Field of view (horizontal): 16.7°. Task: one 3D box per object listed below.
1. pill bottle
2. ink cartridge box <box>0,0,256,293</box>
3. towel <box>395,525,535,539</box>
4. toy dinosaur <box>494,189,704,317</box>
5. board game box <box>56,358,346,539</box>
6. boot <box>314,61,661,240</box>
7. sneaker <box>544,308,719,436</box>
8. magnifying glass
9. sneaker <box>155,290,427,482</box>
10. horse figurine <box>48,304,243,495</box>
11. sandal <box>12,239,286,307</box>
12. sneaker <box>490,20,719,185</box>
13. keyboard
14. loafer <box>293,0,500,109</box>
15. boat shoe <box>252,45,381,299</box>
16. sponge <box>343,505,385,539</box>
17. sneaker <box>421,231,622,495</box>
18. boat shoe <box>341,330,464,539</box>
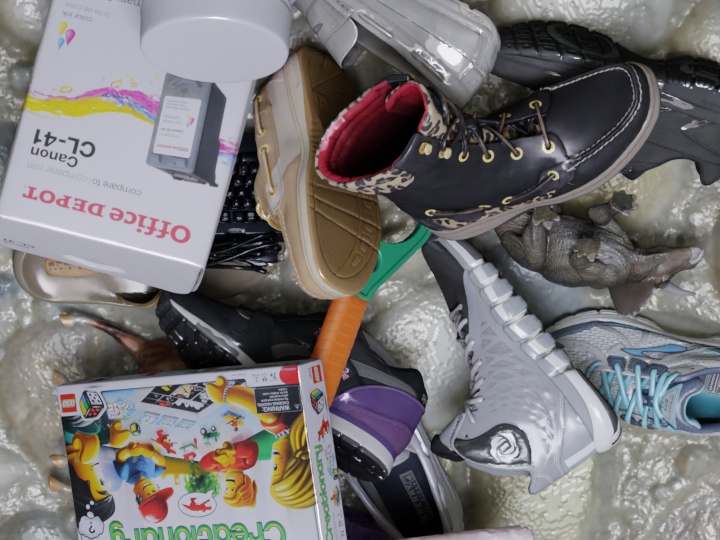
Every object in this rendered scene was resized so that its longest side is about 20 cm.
[{"bbox_3d":[-0.087,-0.230,1.582,0.114,0.114,0.200,3,69,0],"label":"pill bottle"},{"bbox_3d":[-0.151,-0.102,1.644,0.147,0.086,0.200,14,75,-5],"label":"ink cartridge box"},{"bbox_3d":[0.002,0.225,1.717,0.200,0.191,0.032,-7,70,-19],"label":"towel"},{"bbox_3d":[0.138,-0.021,1.710,0.200,0.077,0.102,17,150,10],"label":"toy dinosaur"},{"bbox_3d":[-0.110,0.131,1.667,0.200,0.035,0.126,-7,94,30],"label":"board game box"},{"bbox_3d":[0.081,-0.089,1.602,0.200,0.151,0.073,-25,64,32],"label":"boot"},{"bbox_3d":[0.210,0.077,1.738,0.200,0.086,0.078,2,108,0],"label":"sneaker"},{"bbox_3d":[0.000,0.000,1.690,0.080,0.022,0.200,31,65,-27],"label":"magnifying glass"},{"bbox_3d":[-0.046,0.058,1.713,0.200,0.076,0.088,35,67,-4],"label":"sneaker"},{"bbox_3d":[-0.156,0.111,1.769,0.132,0.050,0.200,5,106,-5],"label":"horse figurine"},{"bbox_3d":[-0.149,-0.008,1.731,0.200,0.054,0.080,-7,107,3],"label":"sandal"},{"bbox_3d":[0.174,-0.111,1.690,0.200,0.076,0.091,16,114,-2],"label":"sneaker"},{"bbox_3d":[-0.086,-0.046,1.695,0.200,0.040,0.104,-2,83,-8],"label":"keyboard"},{"bbox_3d":[-0.005,-0.172,1.652,0.200,0.070,0.070,25,81,11],"label":"loafer"},{"bbox_3d":[-0.036,-0.056,1.659,0.069,0.200,0.074,-33,135,32],"label":"boat shoe"},{"bbox_3d":[-0.093,0.201,1.779,0.200,0.030,0.112,21,107,-25],"label":"sponge"},{"bbox_3d":[0.079,0.071,1.704,0.115,0.075,0.200,-39,73,-1],"label":"sneaker"},{"bbox_3d":[0.017,0.124,1.765,0.074,0.065,0.200,-33,104,10],"label":"boat shoe"}]
